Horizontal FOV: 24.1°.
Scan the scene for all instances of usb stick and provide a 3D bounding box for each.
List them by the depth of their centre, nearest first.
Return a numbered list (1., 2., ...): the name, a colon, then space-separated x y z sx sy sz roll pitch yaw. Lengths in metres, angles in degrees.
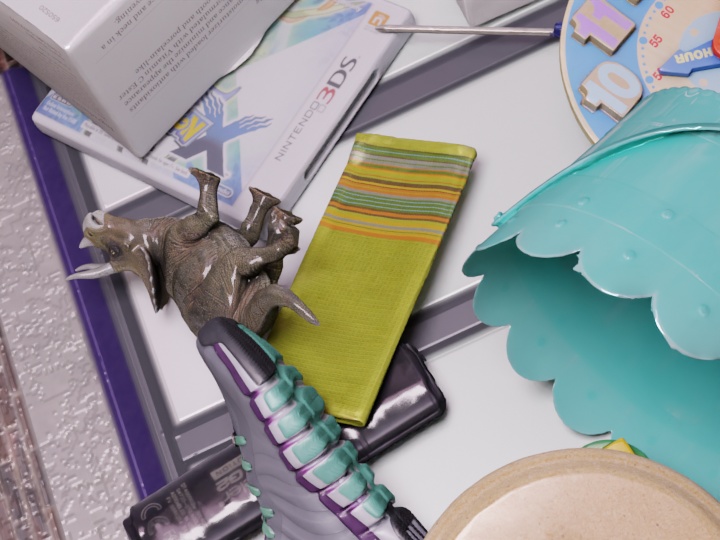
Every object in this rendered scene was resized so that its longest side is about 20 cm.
1. usb stick: -0.043 0.110 0.974 0.200 0.033 0.056 -32 62 -3

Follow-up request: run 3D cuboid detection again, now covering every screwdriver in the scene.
1. screwdriver: 0.107 -0.155 1.069 0.199 0.028 0.029 8 94 13

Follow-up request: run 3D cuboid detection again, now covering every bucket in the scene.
1. bucket: 0.172 0.014 0.873 0.207 0.207 0.135 33 71 28

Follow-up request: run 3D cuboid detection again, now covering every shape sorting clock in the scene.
1. shape sorting clock: 0.219 -0.130 1.007 0.199 0.039 0.201 -1 69 3

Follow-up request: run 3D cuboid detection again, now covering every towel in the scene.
1. towel: 0.000 0.000 1.007 0.086 0.018 0.200 5 56 30

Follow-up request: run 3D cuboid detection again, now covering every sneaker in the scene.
1. sneaker: -0.041 0.121 0.915 0.087 0.074 0.200 -40 82 8

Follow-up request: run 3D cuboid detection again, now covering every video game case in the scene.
1. video game case: -0.092 -0.132 1.122 0.200 0.022 0.183 25 72 26

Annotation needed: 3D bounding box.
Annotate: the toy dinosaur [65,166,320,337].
1. toy dinosaur: -0.079 0.004 1.006 0.200 0.077 0.102 34 102 37

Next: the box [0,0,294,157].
1. box: -0.159 -0.219 1.098 0.200 0.131 0.199 36 77 29

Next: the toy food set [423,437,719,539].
1. toy food set: 0.118 0.188 0.850 0.198 0.049 0.200 -32 76 -2

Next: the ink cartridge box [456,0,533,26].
1. ink cartridge box: 0.083 -0.272 1.120 0.117 0.067 0.200 -23 59 -1
